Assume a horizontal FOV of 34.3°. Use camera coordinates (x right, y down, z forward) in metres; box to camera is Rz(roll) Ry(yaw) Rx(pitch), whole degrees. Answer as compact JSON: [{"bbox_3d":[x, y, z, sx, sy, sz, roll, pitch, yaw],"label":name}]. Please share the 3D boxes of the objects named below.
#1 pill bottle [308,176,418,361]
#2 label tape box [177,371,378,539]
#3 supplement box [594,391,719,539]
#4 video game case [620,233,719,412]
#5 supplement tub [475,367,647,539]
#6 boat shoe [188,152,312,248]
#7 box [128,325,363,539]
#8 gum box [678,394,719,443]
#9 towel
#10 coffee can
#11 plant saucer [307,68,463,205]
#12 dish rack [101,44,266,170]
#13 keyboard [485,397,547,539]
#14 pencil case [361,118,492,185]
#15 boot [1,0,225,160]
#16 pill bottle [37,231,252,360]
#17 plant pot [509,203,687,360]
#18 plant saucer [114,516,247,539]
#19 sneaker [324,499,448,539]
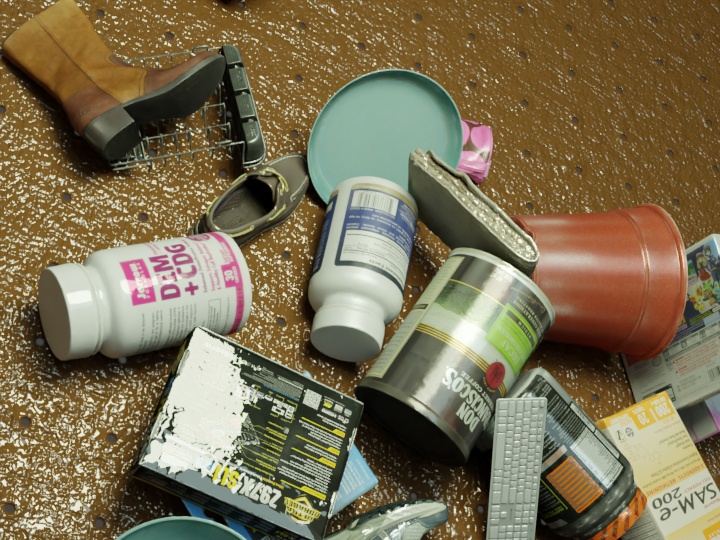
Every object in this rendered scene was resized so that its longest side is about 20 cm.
[{"bbox_3d":[0.000,0.000,1.358,0.111,0.111,0.201,23,56,-16],"label":"pill bottle"},{"bbox_3d":[-0.102,0.217,1.214,0.200,0.063,0.145,-28,80,-34],"label":"label tape box"},{"bbox_3d":[0.365,0.266,1.437,0.126,0.074,0.201,-16,73,-36],"label":"supplement box"},{"bbox_3d":[0.409,0.078,1.485,0.023,0.200,0.183,3,63,-35],"label":"video game case"},{"bbox_3d":[0.231,0.222,1.358,0.200,0.123,0.122,48,52,1],"label":"supplement tub"},{"bbox_3d":[-0.119,-0.085,1.369,0.072,0.060,0.200,47,52,2],"label":"boat shoe"},{"bbox_3d":[-0.109,0.168,1.166,0.199,0.049,0.160,26,59,-13],"label":"box"},{"bbox_3d":[0.453,0.120,1.570,0.113,0.066,0.201,-14,72,-33],"label":"gum box"},{"bbox_3d":[0.129,-0.050,1.354,0.034,0.133,0.200,-39,69,-15],"label":"towel"},{"bbox_3d":[0.107,0.096,1.309,0.146,0.146,0.200,38,70,-6],"label":"coffee can"},{"bbox_3d":[0.029,-0.153,1.430,0.199,0.201,0.027,13,22,-23],"label":"plant saucer"},{"bbox_3d":[-0.218,-0.186,1.362,0.199,0.055,0.154,-11,68,-13],"label":"dish rack"},{"bbox_3d":[0.172,0.230,1.296,0.056,0.201,0.011,-3,23,-10],"label":"keyboard"},{"bbox_3d":[0.080,-0.168,1.507,0.199,0.091,0.094,12,20,-21],"label":"pencil case"},{"bbox_3d":[-0.278,-0.240,1.327,0.188,0.069,0.200,-40,69,-12],"label":"boot"},{"bbox_3d":[-0.224,0.028,1.216,0.199,0.113,0.114,-12,71,-33],"label":"pill bottle"},{"bbox_3d":[0.270,0.011,1.463,0.194,0.201,0.202,2,63,-18],"label":"plant pot"},{"bbox_3d":[-0.170,0.333,1.095,0.199,0.036,0.201,1,80,-6],"label":"plant saucer"},{"bbox_3d":[0.012,0.304,1.237,0.199,0.078,0.087,-18,86,-27],"label":"sneaker"}]
